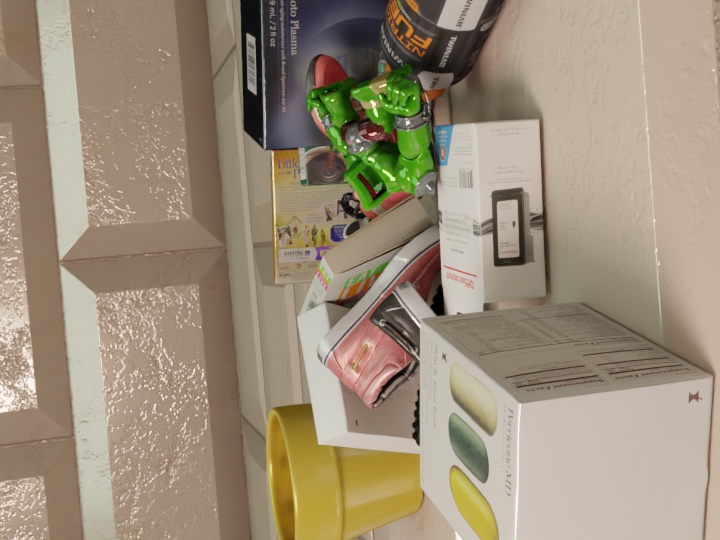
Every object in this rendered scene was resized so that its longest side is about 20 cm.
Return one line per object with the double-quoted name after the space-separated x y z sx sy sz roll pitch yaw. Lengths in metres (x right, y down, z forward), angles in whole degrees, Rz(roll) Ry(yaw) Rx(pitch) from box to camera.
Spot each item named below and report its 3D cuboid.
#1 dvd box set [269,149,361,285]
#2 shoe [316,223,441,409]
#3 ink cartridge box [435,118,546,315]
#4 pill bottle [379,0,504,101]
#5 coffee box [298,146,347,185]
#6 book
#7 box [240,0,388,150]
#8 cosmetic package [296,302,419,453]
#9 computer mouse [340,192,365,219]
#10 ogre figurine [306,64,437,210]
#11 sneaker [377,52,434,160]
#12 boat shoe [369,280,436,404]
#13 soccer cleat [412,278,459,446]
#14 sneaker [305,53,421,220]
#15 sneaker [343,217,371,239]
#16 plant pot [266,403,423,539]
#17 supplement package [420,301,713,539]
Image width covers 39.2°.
-0.060 -0.083 1.486 0.029 0.143 0.204 -130 37 -67 "dvd box set"
0.050 0.050 1.081 0.091 0.200 0.071 43 178 21 "shoe"
0.122 -0.038 0.960 0.116 0.067 0.204 -155 61 -75 "ink cartridge box"
0.078 -0.250 0.987 0.201 0.104 0.108 113 148 -62 "pill bottle"
-0.028 -0.219 1.368 0.044 0.121 0.204 -175 82 -76 "coffee box"
0.000 0.000 1.177 0.048 0.132 0.200 57 161 12 "book"
-0.041 -0.265 1.249 0.123 0.195 0.204 -135 42 -62 "box"
0.017 0.132 1.196 0.051 0.199 0.153 -28 62 31 "cosmetic package"
0.018 -0.107 1.352 0.035 0.058 0.200 -68 14 -17 "computer mouse"
0.015 -0.133 1.021 0.198 0.098 0.122 -4 116 43 "ogre figurine"
0.048 -0.209 1.182 0.088 0.073 0.203 -112 21 -60 "sneaker"
0.081 0.108 1.010 0.201 0.066 0.070 53 179 -5 "boat shoe"
0.105 0.096 1.093 0.068 0.072 0.204 127 155 -68 "soccer cleat"
0.013 -0.158 1.136 0.086 0.074 0.202 -18 108 35 "sneaker"
0.024 0.027 1.386 0.084 0.079 0.203 78 -175 -60 "sneaker"
-0.020 0.276 1.373 0.201 0.185 0.205 175 90 -76 "plant pot"
0.145 0.128 0.773 0.200 0.148 0.155 -141 48 -69 "supplement package"
